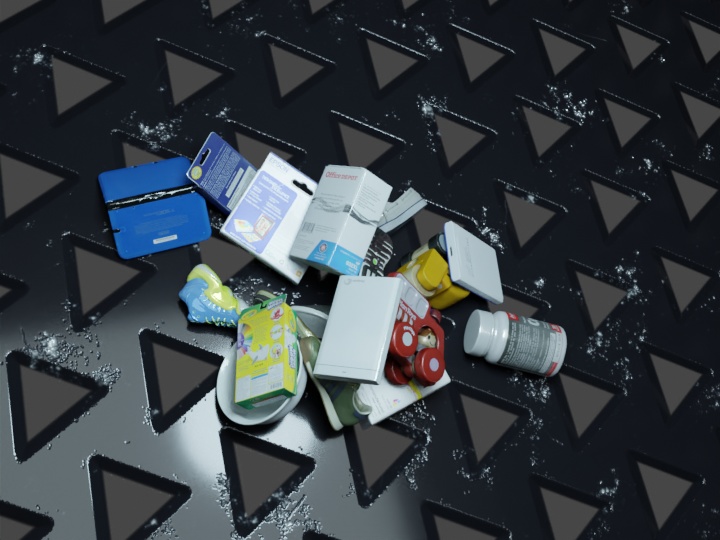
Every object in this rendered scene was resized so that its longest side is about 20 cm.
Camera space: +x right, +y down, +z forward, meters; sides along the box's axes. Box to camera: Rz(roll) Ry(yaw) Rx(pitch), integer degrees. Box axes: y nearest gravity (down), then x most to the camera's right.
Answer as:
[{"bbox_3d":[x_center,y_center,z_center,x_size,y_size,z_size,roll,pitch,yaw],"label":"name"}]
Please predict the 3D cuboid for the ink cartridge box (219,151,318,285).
[{"bbox_3d":[-0.162,-0.108,1.622,0.196,0.047,0.202,33,76,-8],"label":"ink cartridge box"}]

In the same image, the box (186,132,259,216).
[{"bbox_3d":[-0.271,-0.183,1.635,0.200,0.032,0.122,41,61,-31],"label":"box"}]

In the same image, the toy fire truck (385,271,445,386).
[{"bbox_3d":[0.099,0.122,1.510,0.200,0.111,0.169,43,57,-26],"label":"toy fire truck"}]

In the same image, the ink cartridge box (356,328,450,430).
[{"bbox_3d":[0.064,0.214,1.594,0.198,0.084,0.146,-24,78,-22],"label":"ink cartridge box"}]

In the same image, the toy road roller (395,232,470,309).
[{"bbox_3d":[0.154,0.030,1.649,0.146,0.122,0.201,48,40,-10],"label":"toy road roller"}]

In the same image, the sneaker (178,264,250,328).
[{"bbox_3d":[-0.286,0.087,1.568,0.200,0.076,0.105,44,84,4],"label":"sneaker"}]

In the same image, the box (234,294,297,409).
[{"bbox_3d":[-0.177,0.150,1.459,0.116,0.048,0.203,-19,56,23],"label":"box"}]

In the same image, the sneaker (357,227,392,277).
[{"bbox_3d":[0.000,0.000,1.596,0.075,0.115,0.201,35,37,-14],"label":"sneaker"}]

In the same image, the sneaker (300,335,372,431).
[{"bbox_3d":[-0.040,0.206,1.482,0.088,0.067,0.203,-17,107,13],"label":"sneaker"}]

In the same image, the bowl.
[{"bbox_3d":[-0.176,0.216,1.507,0.198,0.090,0.204,-16,55,23],"label":"bowl"}]

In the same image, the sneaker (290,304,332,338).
[{"bbox_3d":[-0.052,0.088,1.628,0.196,0.071,0.100,11,45,5],"label":"sneaker"}]

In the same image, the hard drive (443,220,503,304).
[{"bbox_3d":[0.248,-0.014,1.689,0.199,0.025,0.134,25,52,-50],"label":"hard drive"}]

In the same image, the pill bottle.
[{"bbox_3d":[0.332,0.153,1.672,0.197,0.114,0.116,14,67,-9],"label":"pill bottle"}]

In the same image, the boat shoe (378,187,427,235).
[{"bbox_3d":[0.057,-0.128,1.726,0.201,0.075,0.086,-37,83,-26],"label":"boat shoe"}]

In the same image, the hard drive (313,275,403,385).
[{"bbox_3d":[-0.003,0.106,1.430,0.130,0.027,0.203,2,63,27],"label":"hard drive"}]

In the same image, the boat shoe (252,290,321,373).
[{"bbox_3d":[-0.150,0.127,1.578,0.201,0.072,0.066,44,61,-1],"label":"boat shoe"}]

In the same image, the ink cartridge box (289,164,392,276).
[{"bbox_3d":[-0.040,-0.099,1.549,0.083,0.144,0.203,27,83,-37],"label":"ink cartridge box"}]

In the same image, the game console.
[{"bbox_3d":[-0.432,-0.135,1.630,0.197,0.118,0.174,-15,105,-19],"label":"game console"}]
